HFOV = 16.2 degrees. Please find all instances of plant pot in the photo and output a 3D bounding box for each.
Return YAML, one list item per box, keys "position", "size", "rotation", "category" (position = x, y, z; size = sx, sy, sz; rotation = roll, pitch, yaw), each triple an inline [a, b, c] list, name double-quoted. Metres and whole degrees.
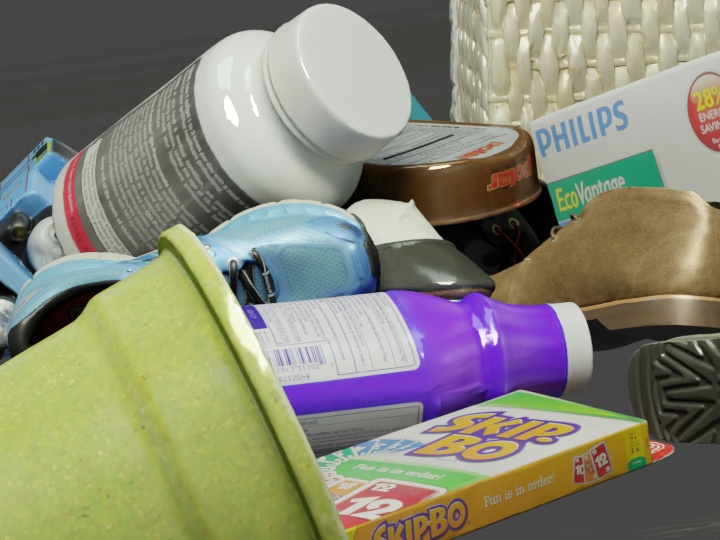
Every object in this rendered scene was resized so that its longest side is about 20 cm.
- position: [-0.105, 0.112, 0.826]
  size: [0.184, 0.201, 0.200]
  rotation: [-22, 15, -11]
  category: "plant pot"

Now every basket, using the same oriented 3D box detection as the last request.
- position: [0.160, -0.151, 1.634]
  size: [0.197, 0.201, 0.161]
  rotation: [-2, 11, -2]
  category: "basket"

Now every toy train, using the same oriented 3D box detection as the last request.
- position: [-0.195, -0.009, 1.499]
  size: [0.114, 0.087, 0.200]
  rotation: [-47, 13, 4]
  category: "toy train"

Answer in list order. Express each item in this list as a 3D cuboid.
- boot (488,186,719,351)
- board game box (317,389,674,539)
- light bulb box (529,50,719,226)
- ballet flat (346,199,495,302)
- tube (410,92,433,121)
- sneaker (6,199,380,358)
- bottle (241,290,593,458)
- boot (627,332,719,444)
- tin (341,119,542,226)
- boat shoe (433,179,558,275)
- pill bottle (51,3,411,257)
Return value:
- position: [0.117, 0.001, 1.314]
  size: [0.073, 0.076, 0.200]
  rotation: [12, -12, -43]
  category: "boot"
- position: [0.039, 0.092, 1.137]
  size: [0.199, 0.030, 0.095]
  rotation: [-14, 14, -33]
  category: "board game box"
- position: [0.235, -0.061, 1.361]
  size: [0.199, 0.125, 0.198]
  rotation: [-16, -1, -30]
  category: "light bulb box"
- position: [0.000, 0.000, 1.348]
  size: [0.068, 0.069, 0.200]
  rotation: [0, -9, -33]
  category: "ballet flat"
- position: [0.028, -0.075, 1.581]
  size: [0.077, 0.200, 0.051]
  rotation: [8, 62, 40]
  category: "tube"
- position: [-0.085, 0.022, 1.268]
  size: [0.199, 0.079, 0.090]
  rotation: [-15, 10, 11]
  category: "sneaker"
- position: [0.012, 0.048, 1.229]
  size: [0.199, 0.066, 0.084]
  rotation: [-6, 33, -16]
  category: "bottle"
- position: [0.247, 0.037, 1.179]
  size: [0.199, 0.073, 0.182]
  rotation: [-9, 12, -34]
  category: "boot"
- position: [0.013, -0.057, 1.447]
  size: [0.200, 0.042, 0.112]
  rotation: [6, 23, 44]
  category: "tin"
- position: [0.072, -0.015, 1.471]
  size: [0.063, 0.074, 0.201]
  rotation: [-12, 6, 21]
  category: "boat shoe"
- position: [-0.068, -0.061, 1.372]
  size: [0.200, 0.111, 0.111]
  rotation: [-34, -5, 38]
  category: "pill bottle"
